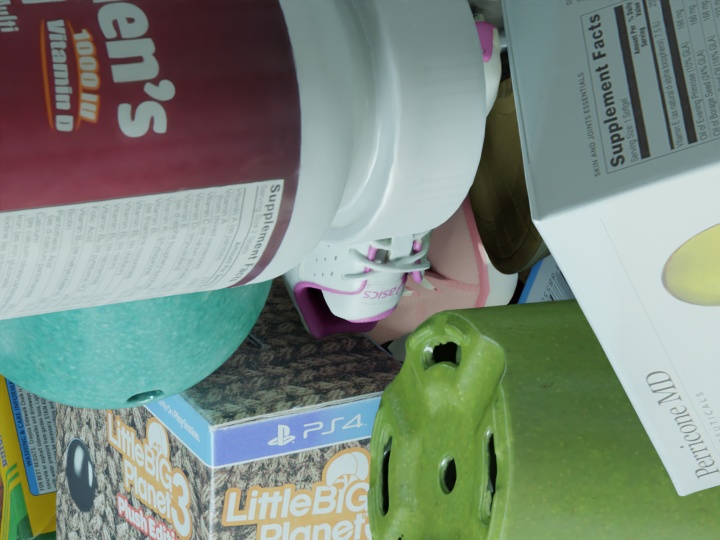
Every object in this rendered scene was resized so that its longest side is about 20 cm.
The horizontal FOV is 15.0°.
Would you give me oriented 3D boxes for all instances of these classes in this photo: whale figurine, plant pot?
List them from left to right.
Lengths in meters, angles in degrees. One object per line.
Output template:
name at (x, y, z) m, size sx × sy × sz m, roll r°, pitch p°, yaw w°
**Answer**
whale figurine at (-0.091, -0.008, 0.999) m, size 0.159 × 0.104 × 0.200 m, roll -13°, pitch 170°, yaw -7°
plant pot at (0.110, 0.083, 1.049) m, size 0.190 × 0.201 × 0.200 m, roll 5°, pitch 162°, yaw -23°

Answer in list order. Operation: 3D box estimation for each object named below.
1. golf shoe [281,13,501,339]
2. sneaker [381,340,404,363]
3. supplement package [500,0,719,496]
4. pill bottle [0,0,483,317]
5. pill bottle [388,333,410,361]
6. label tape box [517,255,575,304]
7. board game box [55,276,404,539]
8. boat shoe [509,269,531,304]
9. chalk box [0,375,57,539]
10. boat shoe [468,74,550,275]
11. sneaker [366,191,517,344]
golf shoe at (0.012, -0.034, 1.043) m, size 0.075 × 0.092 × 0.200 m, roll -9°, pitch 167°, yaw -19°
sneaker at (-0.006, 0.084, 1.295) m, size 0.098 × 0.071 × 0.200 m, roll -35°, pitch -168°, yaw 1°
supplement package at (0.161, -0.054, 0.837) m, size 0.200 × 0.151 × 0.152 m, roll -17°, pitch 138°, yaw 14°
pill bottle at (-0.072, -0.046, 0.783) m, size 0.200 × 0.110 × 0.110 m, roll -8°, pitch 168°, yaw -30°
pill bottle at (0.063, 0.046, 1.454) m, size 0.200 × 0.110 × 0.110 m, roll -12°, pitch 169°, yaw -9°
label tape box at (0.184, -0.016, 1.171) m, size 0.200 × 0.066 × 0.143 m, roll 2°, pitch 128°, yaw -24°
board game box at (-0.055, 0.113, 1.155) m, size 0.097 × 0.200 × 0.159 m, roll -10°, pitch -155°, yaw -27°
boat shoe at (0.091, 0.043, 1.271) m, size 0.069 × 0.074 × 0.200 m, roll 0°, pitch -156°, yaw -19°
chalk box at (-0.136, 0.081, 1.337) m, size 0.124 × 0.125 × 0.200 m, roll -11°, pitch 168°, yaw -20°
boat shoe at (0.092, -0.056, 1.056) m, size 0.069 × 0.074 × 0.200 m, roll -12°, pitch 163°, yaw -16°
sneaker at (0.000, 0.000, 1.231) m, size 0.104 × 0.076 × 0.200 m, roll -17°, pitch 174°, yaw -16°
